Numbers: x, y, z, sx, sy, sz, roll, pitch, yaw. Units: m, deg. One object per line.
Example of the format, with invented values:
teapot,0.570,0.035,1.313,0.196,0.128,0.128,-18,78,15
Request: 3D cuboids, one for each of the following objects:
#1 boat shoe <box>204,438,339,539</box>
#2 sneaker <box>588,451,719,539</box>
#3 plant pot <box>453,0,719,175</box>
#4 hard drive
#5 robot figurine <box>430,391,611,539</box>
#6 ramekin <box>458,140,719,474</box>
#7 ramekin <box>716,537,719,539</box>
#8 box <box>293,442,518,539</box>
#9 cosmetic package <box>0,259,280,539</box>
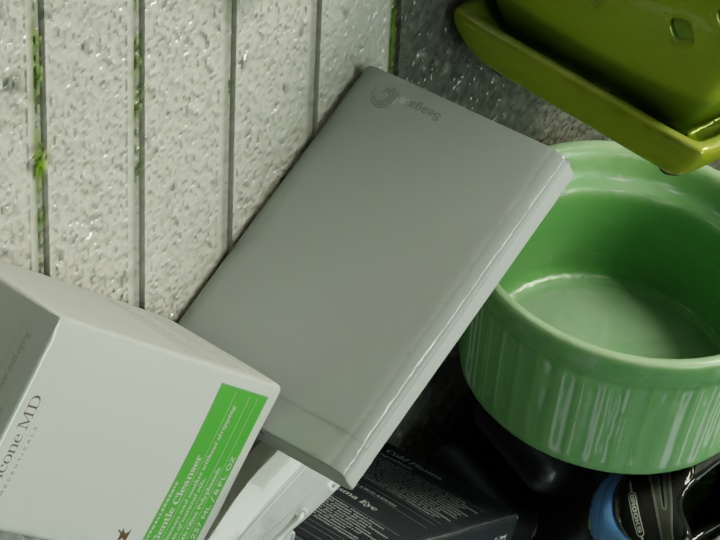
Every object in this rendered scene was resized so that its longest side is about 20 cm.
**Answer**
boat shoe,-0.059,0.123,1.492,0.200,0.072,0.068,-50,126,-3
sneaker,0.209,0.118,1.701,0.200,0.082,0.071,-42,133,-44
plant pot,0.177,-0.174,1.553,0.199,0.199,0.182,-26,139,-47
hard drive,0.000,0.000,1.466,0.200,0.131,0.026,-54,148,-15
robot figurine,0.126,0.126,1.761,0.200,0.149,0.126,12,72,-59
ramekin,0.149,0.024,1.660,0.200,0.199,0.098,-33,146,-41
ramekin,0.200,0.204,1.874,0.201,0.200,0.098,-60,142,-6
box,-0.024,0.215,1.622,0.182,0.104,0.201,-9,120,-56
cosmetic package,-0.137,0.066,1.354,0.200,0.085,0.108,20,99,-61
